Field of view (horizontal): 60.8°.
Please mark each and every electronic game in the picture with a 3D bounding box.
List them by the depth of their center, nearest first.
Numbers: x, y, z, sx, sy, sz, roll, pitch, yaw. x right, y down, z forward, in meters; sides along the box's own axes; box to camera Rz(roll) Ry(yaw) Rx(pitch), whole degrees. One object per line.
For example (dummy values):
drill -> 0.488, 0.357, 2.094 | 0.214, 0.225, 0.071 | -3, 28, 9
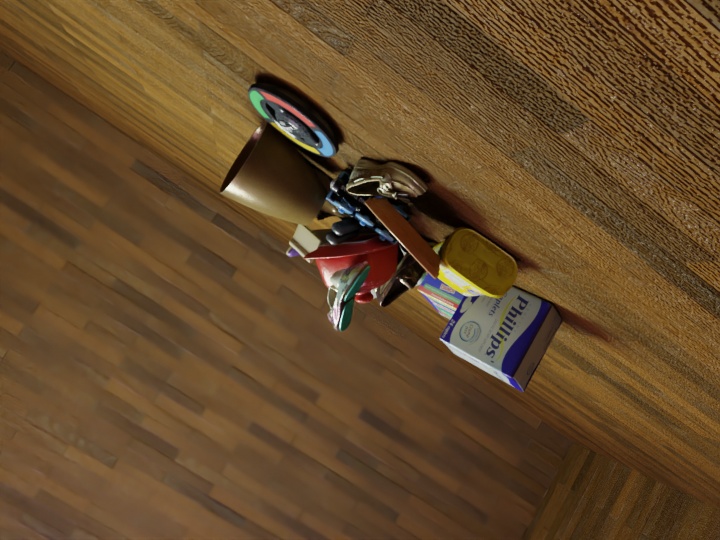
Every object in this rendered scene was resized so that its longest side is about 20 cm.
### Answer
electronic game -> -0.125, -0.277, 1.145 | 0.198, 0.042, 0.200 | 33, 173, 5

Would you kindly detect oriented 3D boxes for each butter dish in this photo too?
butter dish -> 0.000, 0.000, 1.404 | 0.196, 0.151, 0.198 | -3, -170, 32

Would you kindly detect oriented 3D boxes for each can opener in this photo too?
can opener -> -0.022, -0.104, 1.389 | 0.066, 0.053, 0.200 | 36, -152, 11

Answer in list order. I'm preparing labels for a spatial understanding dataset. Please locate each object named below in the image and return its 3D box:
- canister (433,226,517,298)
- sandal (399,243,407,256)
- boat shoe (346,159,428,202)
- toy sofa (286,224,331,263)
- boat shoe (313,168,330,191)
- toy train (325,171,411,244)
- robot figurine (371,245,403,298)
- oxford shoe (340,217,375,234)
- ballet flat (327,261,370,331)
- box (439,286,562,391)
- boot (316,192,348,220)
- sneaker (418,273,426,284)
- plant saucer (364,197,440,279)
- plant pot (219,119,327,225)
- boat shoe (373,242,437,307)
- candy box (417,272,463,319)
canister -> 0.217, -0.009, 1.244 | 0.147, 0.087, 0.200 | 33, 174, -3
sandal -> 0.151, -0.027, 1.501 | 0.079, 0.060, 0.206 | 25, 168, 44
boat shoe -> 0.046, -0.155, 1.118 | 0.073, 0.063, 0.199 | 38, 171, -33
toy sofa -> -0.088, -0.063, 1.555 | 0.083, 0.099, 0.198 | 40, -155, 24
boat shoe -> -0.163, -0.236, 1.457 | 0.197, 0.073, 0.065 | 29, 168, -12
toy train -> 0.018, -0.135, 1.314 | 0.198, 0.088, 0.114 | 32, -178, -12
robot figurine -> 0.043, -0.010, 1.577 | 0.125, 0.150, 0.200 | 46, -144, 4
oxford shoe -> -0.004, -0.113, 1.548 | 0.198, 0.073, 0.071 | 27, 173, 45
ballet flat -> -0.037, 0.046, 1.320 | 0.071, 0.069, 0.202 | 37, 135, 19
box -> 0.311, 0.132, 1.365 | 0.198, 0.186, 0.105 | 26, 169, 38
boot -> -0.077, -0.146, 1.492 | 0.074, 0.075, 0.200 | 54, 177, -12
sneaker -> 0.102, -0.013, 1.733 | 0.070, 0.074, 0.199 | 31, 176, -41
plant saucer -> 0.087, -0.069, 1.172 | 0.200, 0.037, 0.200 | 46, -174, -6
plant pot -> -0.175, -0.193, 1.343 | 0.198, 0.189, 0.186 | 33, 173, -20
boat shoe -> 0.113, 0.016, 1.435 | 0.072, 0.199, 0.073 | 37, -153, -36
candy box -> 0.270, 0.092, 1.689 | 0.167, 0.078, 0.200 | 28, 170, 34
